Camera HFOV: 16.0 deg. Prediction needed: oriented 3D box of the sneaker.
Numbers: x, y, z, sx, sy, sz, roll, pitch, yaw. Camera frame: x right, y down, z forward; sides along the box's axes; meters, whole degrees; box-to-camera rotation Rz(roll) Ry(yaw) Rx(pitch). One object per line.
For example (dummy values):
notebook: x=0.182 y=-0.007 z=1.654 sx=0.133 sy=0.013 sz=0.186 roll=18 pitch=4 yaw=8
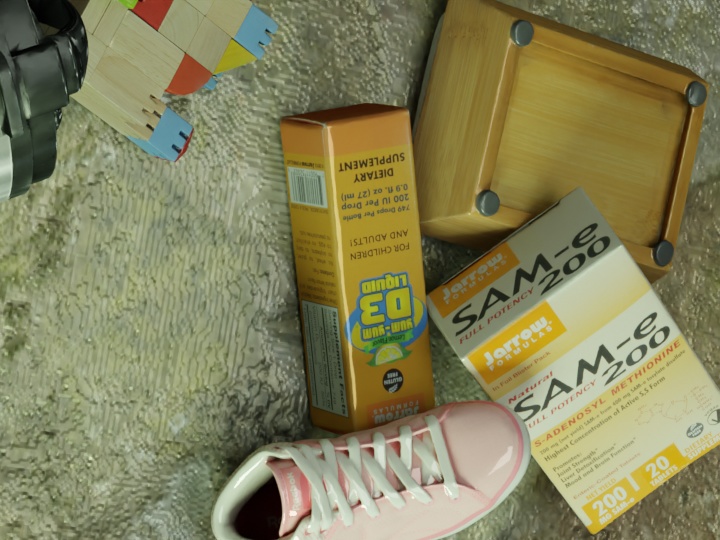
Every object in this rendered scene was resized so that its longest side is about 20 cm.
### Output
sneaker: x=0.002 y=0.130 z=1.534 sx=0.199 sy=0.105 sz=0.076 roll=-20 pitch=76 yaw=12

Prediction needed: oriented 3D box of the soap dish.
soap dish: x=0.131 y=-0.081 z=1.662 sx=0.199 sy=0.081 sz=0.158 roll=15 pitch=87 yaw=-30

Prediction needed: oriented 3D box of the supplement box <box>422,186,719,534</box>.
supplement box: x=0.144 y=0.061 z=1.638 sx=0.126 sy=0.074 sz=0.200 roll=-36 pitch=130 yaw=3

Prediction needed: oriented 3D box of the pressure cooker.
pressure cooker: x=-0.246 y=-0.109 z=1.365 sx=0.199 sy=0.179 sz=0.177 roll=-18 pitch=69 yaw=-18

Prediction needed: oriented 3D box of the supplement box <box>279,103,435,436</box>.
supplement box: x=0.000 y=0.000 z=1.599 sx=0.066 sy=0.069 sz=0.201 roll=-11 pitch=103 yaw=-27

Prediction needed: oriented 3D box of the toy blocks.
toy blocks: x=-0.112 y=-0.157 z=1.511 sx=0.137 sy=0.100 sz=0.201 roll=36 pitch=76 yaw=-41
